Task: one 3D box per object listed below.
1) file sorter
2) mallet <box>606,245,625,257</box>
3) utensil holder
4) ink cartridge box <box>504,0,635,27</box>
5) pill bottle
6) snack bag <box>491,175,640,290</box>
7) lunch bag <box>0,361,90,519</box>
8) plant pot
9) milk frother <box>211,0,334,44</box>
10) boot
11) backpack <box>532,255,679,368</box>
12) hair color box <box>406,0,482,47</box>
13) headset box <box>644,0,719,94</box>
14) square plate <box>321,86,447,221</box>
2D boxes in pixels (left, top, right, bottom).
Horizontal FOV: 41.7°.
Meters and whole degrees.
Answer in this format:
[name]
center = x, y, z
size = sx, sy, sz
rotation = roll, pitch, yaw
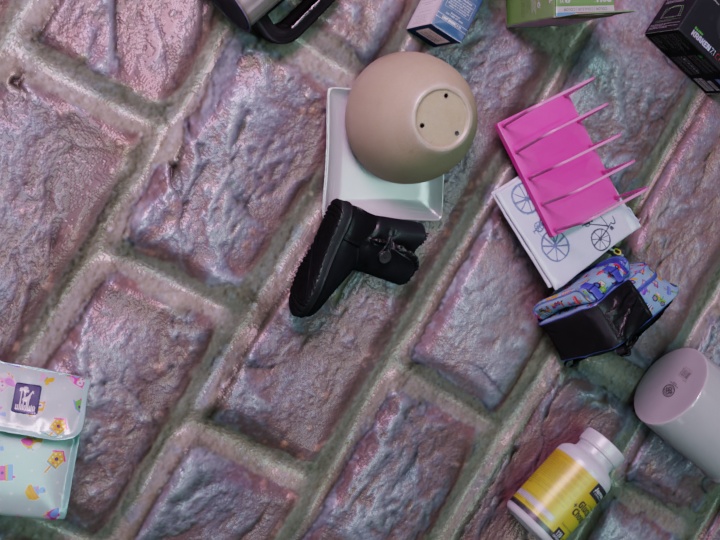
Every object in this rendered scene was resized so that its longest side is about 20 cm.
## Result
[file sorter]
center = 0.331, -0.177, 1.458
size = 0.139, 0.125, 0.200
rotation = -27, 92, -17
[mallet]
center = 0.342, -0.062, 1.554
size = 0.200, 0.041, 0.066
rotation = 35, 84, -5
[utensil holder]
center = 0.606, 0.255, 1.659
size = 0.200, 0.170, 0.170
rotation = 36, 86, -19
[ink cartridge box]
center = 0.312, -0.407, 1.426
size = 0.104, 0.200, 0.059
rotation = -6, 101, -19
[pill bottle]
center = 0.354, 0.368, 1.614
size = 0.200, 0.112, 0.112
rotation = -45, 110, -7
[snack bag]
center = 0.334, -0.098, 1.528
size = 0.200, 0.021, 0.189
rotation = -35, 94, -16
[lunch bag]
center = -0.470, 0.227, 1.293
size = 0.170, 0.122, 0.200
rotation = 13, 86, -19
[plant pot]
center = 0.093, -0.222, 1.384
size = 0.200, 0.134, 0.200
rotation = -3, 100, -19
[milk frother]
center = -0.092, -0.406, 1.284
size = 0.188, 0.200, 0.181
rotation = -44, 114, -8
[boot]
center = 0.000, 0.000, 1.445
size = 0.168, 0.076, 0.200
rotation = 18, 103, -29
[backpack]
center = 0.412, 0.051, 1.554
size = 0.200, 0.183, 0.135
rotation = -34, 92, -26
[hair color box]
center = 0.154, -0.439, 1.418
size = 0.061, 0.100, 0.200
rotation = 27, 89, -22
[headset box]
center = 0.611, -0.429, 1.588
size = 0.174, 0.093, 0.200
rotation = 36, 85, -22
[square plate]
center = 0.037, -0.177, 1.457
size = 0.200, 0.028, 0.198
rotation = 0, 98, -20
